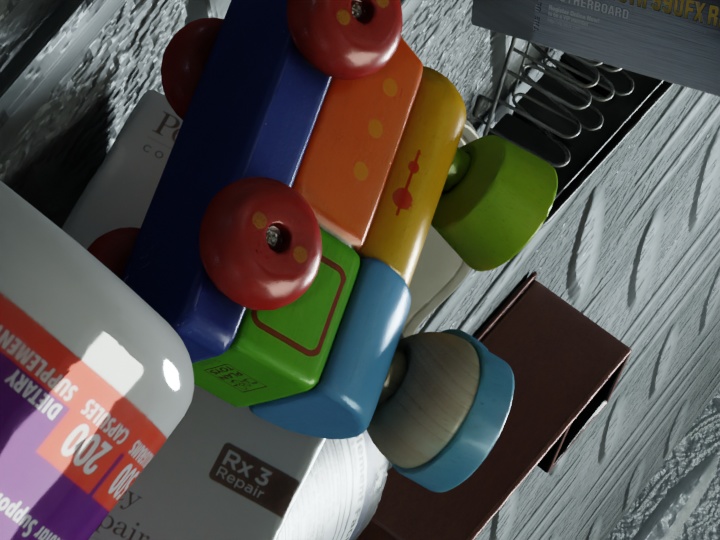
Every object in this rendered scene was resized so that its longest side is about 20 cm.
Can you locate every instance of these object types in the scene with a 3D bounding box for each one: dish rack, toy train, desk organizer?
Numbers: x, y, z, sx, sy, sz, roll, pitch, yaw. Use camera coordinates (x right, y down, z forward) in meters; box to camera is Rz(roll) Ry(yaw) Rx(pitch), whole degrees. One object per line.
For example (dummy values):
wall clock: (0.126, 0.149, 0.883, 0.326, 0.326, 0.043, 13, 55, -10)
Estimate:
dish rack: (0.118, -0.126, 1.149, 0.153, 0.054, 0.200, -48, 165, -29)
toy train: (0.009, -0.045, 0.723, 0.085, 0.116, 0.201, -17, -133, 54)
desk organizer: (0.070, 0.103, 1.509, 0.200, 0.077, 0.072, -47, 165, -29)

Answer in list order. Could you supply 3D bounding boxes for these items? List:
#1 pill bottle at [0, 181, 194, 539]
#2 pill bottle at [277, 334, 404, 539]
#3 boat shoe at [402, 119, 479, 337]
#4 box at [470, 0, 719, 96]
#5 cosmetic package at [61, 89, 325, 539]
pill bottle: (-0.138, 0.068, 0.609, 0.200, 0.112, 0.112, -53, 167, -8)
pill bottle: (-0.058, 0.070, 0.899, 0.200, 0.112, 0.112, -32, 155, -59)
boat shoe: (0.000, 0.000, 1.093, 0.063, 0.072, 0.200, -105, -154, -47)
box: (0.167, -0.110, 1.021, 0.200, 0.158, 0.049, -11, 115, -48)
cosmetic package: (-0.066, 0.053, 0.745, 0.200, 0.101, 0.074, -64, -179, -34)
